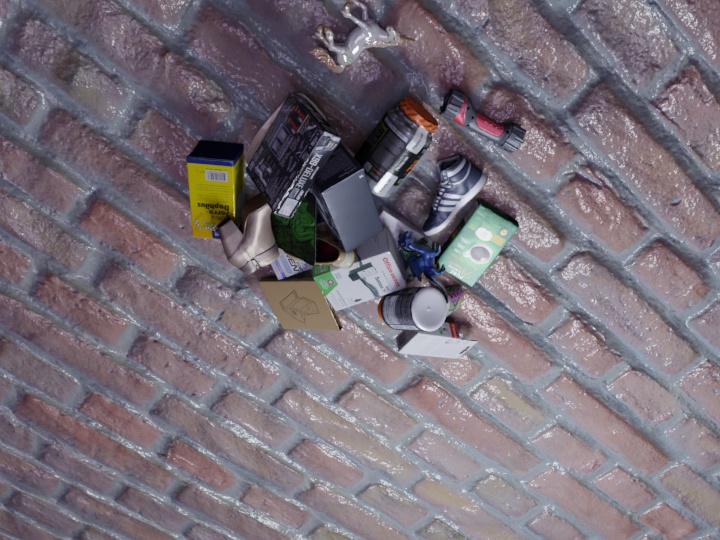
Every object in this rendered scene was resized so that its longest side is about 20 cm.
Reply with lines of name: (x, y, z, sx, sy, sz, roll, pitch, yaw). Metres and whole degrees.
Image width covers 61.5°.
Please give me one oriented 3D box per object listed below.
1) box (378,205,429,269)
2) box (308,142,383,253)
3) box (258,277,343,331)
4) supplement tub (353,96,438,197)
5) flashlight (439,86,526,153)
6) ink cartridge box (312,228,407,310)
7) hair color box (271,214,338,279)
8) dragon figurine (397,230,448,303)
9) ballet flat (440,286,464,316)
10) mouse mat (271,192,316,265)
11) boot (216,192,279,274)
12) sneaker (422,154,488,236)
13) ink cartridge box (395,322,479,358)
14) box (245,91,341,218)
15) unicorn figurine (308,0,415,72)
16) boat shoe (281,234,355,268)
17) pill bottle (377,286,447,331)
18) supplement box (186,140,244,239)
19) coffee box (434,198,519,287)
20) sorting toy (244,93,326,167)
box: (0.060, -0.047, 1.530, 0.143, 0.037, 0.201, 30, 118, -15)
box: (-0.053, -0.178, 1.326, 0.103, 0.183, 0.201, -31, 141, -7)
box: (-0.155, 0.089, 1.578, 0.198, 0.021, 0.165, -2, 125, 33)
supplement tub: (0.075, -0.274, 1.346, 0.122, 0.123, 0.200, 32, 118, -16)
flashlight: (0.273, -0.332, 1.339, 0.198, 0.068, 0.069, 22, 89, -12)
ink cartridge box: (0.000, 0.000, 1.471, 0.197, 0.084, 0.147, -19, 136, 12)
hair color box: (-0.137, -0.065, 1.513, 0.197, 0.065, 0.110, -20, 117, 12)
dragon figurine: (0.152, -0.009, 1.473, 0.098, 0.059, 0.203, -18, 106, -10)
ballet flat: (0.178, 0.101, 1.586, 0.198, 0.071, 0.070, -27, 71, 20)
mouse mat: (-0.158, -0.113, 1.382, 0.007, 0.199, 0.163, -13, 115, -37)
boot: (-0.230, -0.087, 1.405, 0.198, 0.070, 0.147, -31, 122, 2)
sneaker: (0.194, -0.182, 1.424, 0.108, 0.070, 0.200, 37, 108, -23)
ink cartridge box: (0.206, 0.185, 1.624, 0.197, 0.051, 0.109, 9, 142, -26)
box: (-0.143, -0.235, 1.236, 0.049, 0.158, 0.201, 11, 122, -46)
unicorn figurine: (-0.001, -0.490, 1.261, 0.199, 0.075, 0.137, -27, 126, 33)
boat shoe: (-0.108, -0.051, 1.405, 0.197, 0.066, 0.075, 9, 86, 29)
pill bottle: (0.118, 0.095, 1.498, 0.105, 0.199, 0.108, 2, 87, -27)
supplement box: (-0.335, -0.187, 1.421, 0.108, 0.109, 0.203, 5, 120, 0)
coffee box: (0.285, -0.067, 1.503, 0.122, 0.044, 0.201, 27, 117, -12)
sorting toy: (-0.134, -0.278, 1.373, 0.200, 0.107, 0.179, -43, 121, 16)
